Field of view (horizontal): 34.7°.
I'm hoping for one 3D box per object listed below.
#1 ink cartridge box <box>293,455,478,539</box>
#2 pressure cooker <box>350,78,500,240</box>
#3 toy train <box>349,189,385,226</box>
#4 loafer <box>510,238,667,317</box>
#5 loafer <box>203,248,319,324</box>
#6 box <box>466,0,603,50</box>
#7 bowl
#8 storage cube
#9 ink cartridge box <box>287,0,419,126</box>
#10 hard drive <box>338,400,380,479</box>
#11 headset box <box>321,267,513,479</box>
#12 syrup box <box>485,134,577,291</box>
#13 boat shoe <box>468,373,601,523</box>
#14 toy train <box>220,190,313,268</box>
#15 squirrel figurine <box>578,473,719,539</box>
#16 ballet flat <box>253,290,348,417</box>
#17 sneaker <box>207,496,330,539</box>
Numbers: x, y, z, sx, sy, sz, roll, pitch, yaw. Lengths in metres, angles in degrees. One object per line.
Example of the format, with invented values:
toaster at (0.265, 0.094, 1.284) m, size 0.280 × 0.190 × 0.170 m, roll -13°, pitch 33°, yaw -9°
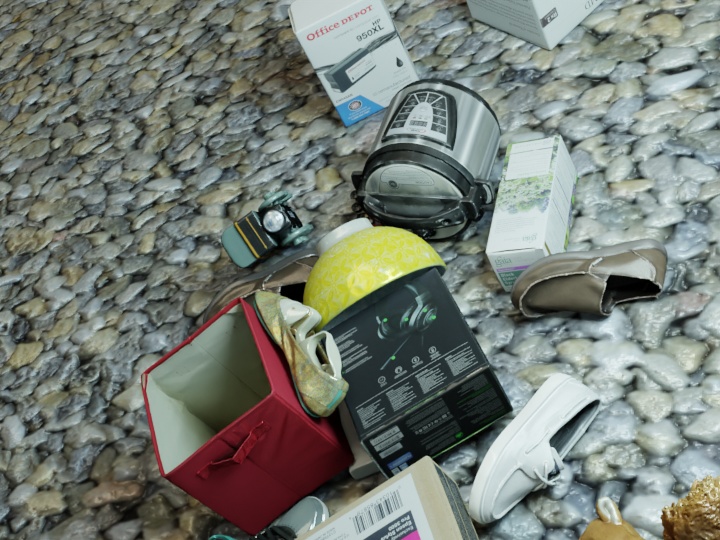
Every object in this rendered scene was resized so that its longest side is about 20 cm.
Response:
ink cartridge box at (0.032, 0.326, 1.248) m, size 0.199 × 0.075 × 0.166 m, roll -34°, pitch 41°, yaw 10°
pressure cooker at (0.096, -0.138, 1.584) m, size 0.176 × 0.177 × 0.202 m, roll -36°, pitch 26°, yaw 54°
toy train at (0.015, -0.055, 1.657) m, size 0.045 × 0.034 × 0.202 m, roll -18°, pitch 45°, yaw 11°
loafer at (0.278, 0.018, 1.400) m, size 0.197 × 0.073 × 0.072 m, roll -18°, pitch 43°, yaw 16°
loafer at (-0.131, 0.043, 1.614) m, size 0.198 × 0.073 × 0.071 m, roll -33°, pitch 42°, yaw 1°
box at (0.283, -0.482, 1.815) m, size 0.199 × 0.131 × 0.199 m, roll -43°, pitch 44°, yaw -11°
bowl at (0.000, 0.000, 1.474) m, size 0.198 × 0.200 × 0.109 m, roll -31°, pitch 77°, yaw 2°
storage cube at (-0.139, 0.182, 1.407) m, size 0.170 × 0.180 × 0.201 m, roll -37°, pitch 42°, yaw 9°
ink cartridge box at (-0.008, -0.350, 1.818) m, size 0.143 × 0.201 × 0.085 m, roll -25°, pitch 42°, yaw 9°
hard drive at (0.034, 0.155, 1.457) m, size 0.130 × 0.027 × 0.202 m, roll -23°, pitch 43°, yaw 11°
headset box at (0.061, 0.117, 1.387) m, size 0.172 × 0.093 × 0.201 m, roll -30°, pitch 42°, yaw 3°
syrup box at (0.227, -0.075, 1.512) m, size 0.078 × 0.082 × 0.202 m, roll -7°, pitch 49°, yaw 28°
boat shoe at (0.199, 0.206, 1.287) m, size 0.068 × 0.073 × 0.200 m, roll 23°, pitch 58°, yaw 40°
toy train at (-0.134, -0.056, 1.656) m, size 0.113 × 0.086 × 0.200 m, roll -34°, pitch 1°, yaw 3°
squirrel figurine at (0.305, 0.291, 1.114) m, size 0.198 × 0.143 × 0.186 m, roll -31°, pitch 30°, yaw -20°
ballet flat at (-0.066, 0.084, 1.377) m, size 0.070 × 0.071 × 0.201 m, roll -31°, pitch 52°, yaw 2°
sneaker at (-0.119, 0.325, 1.323) m, size 0.083 × 0.121 × 0.201 m, roll 13°, pitch 59°, yaw 39°
